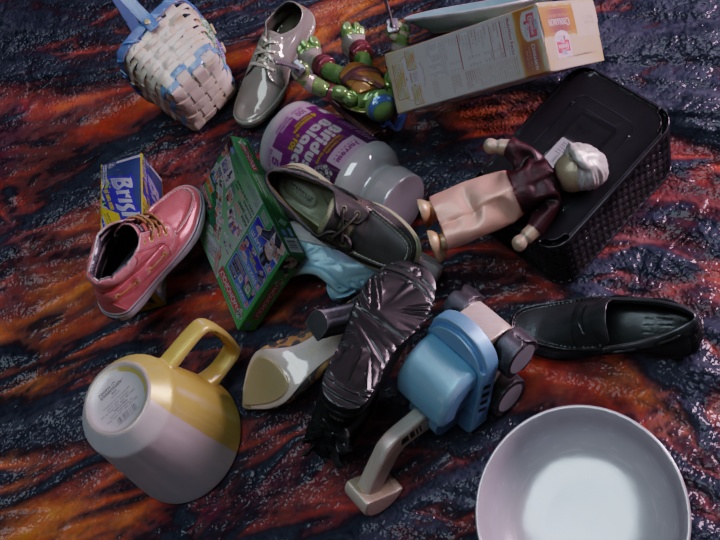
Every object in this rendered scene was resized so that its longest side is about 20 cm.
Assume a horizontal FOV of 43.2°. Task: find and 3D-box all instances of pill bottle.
[{"bbox_3d":[-0.022,-0.119,1.105,0.199,0.112,0.113,32,79,31],"label":"pill bottle"}]

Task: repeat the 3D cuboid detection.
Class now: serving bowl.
[{"bbox_3d":[0.211,0.236,0.864,0.196,0.066,0.204,-9,61,17],"label":"serving bowl"}]

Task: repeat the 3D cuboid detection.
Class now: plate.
[{"bbox_3d":[0.151,-0.318,1.126,0.196,0.200,0.026,-4,108,20],"label":"plate"}]

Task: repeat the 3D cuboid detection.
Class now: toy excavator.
[{"bbox_3d":[0.069,0.140,0.938,0.198,0.197,0.100,-29,53,-28],"label":"toy excavator"}]

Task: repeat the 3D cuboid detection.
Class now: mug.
[{"bbox_3d":[-0.230,0.151,1.028,0.147,0.153,0.190,-3,63,20],"label":"mug"}]

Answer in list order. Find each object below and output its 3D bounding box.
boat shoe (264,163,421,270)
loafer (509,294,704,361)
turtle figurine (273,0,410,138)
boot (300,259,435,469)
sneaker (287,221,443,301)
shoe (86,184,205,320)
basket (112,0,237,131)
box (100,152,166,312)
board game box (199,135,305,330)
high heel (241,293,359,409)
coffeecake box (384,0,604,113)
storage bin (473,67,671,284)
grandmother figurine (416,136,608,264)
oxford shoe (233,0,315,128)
[{"bbox_3d":[-0.026,-0.056,1.008,0.199,0.066,0.073,34,108,19],"label":"boat shoe"},{"bbox_3d":[0.249,0.054,0.937,0.197,0.071,0.069,0,64,21],"label":"loafer"},{"bbox_3d":[-0.017,-0.278,1.138,0.144,0.199,0.194,-49,33,9],"label":"turtle figurine"},{"bbox_3d":[0.005,0.102,0.959,0.072,0.163,0.200,27,61,8],"label":"boot"},{"bbox_3d":[0.000,0.000,1.075,0.197,0.074,0.084,15,100,22],"label":"sneaker"},{"bbox_3d":[-0.256,-0.041,1.100,0.071,0.091,0.202,24,63,13],"label":"shoe"},{"bbox_3d":[-0.271,-0.305,1.265,0.199,0.177,0.139,41,84,13],"label":"basket"},{"bbox_3d":[-0.301,-0.050,1.204,0.063,0.070,0.203,-14,61,9],"label":"box"},{"bbox_3d":[-0.146,-0.047,1.126,0.135,0.029,0.202,-53,51,34],"label":"board game box"},{"bbox_3d":[-0.046,0.098,1.052,0.200,0.141,0.072,-45,68,35],"label":"high heel"},{"bbox_3d":[0.153,-0.243,1.038,0.197,0.153,0.074,-8,99,38],"label":"coffeecake box"},{"bbox_3d":[0.236,-0.106,1.010,0.200,0.094,0.135,-46,58,-6],"label":"storage bin"},{"bbox_3d":[0.159,-0.082,0.943,0.197,0.061,0.123,-19,87,8],"label":"grandmother figurine"},{"bbox_3d":[-0.126,-0.291,1.265,0.074,0.058,0.202,19,75,25],"label":"oxford shoe"}]
